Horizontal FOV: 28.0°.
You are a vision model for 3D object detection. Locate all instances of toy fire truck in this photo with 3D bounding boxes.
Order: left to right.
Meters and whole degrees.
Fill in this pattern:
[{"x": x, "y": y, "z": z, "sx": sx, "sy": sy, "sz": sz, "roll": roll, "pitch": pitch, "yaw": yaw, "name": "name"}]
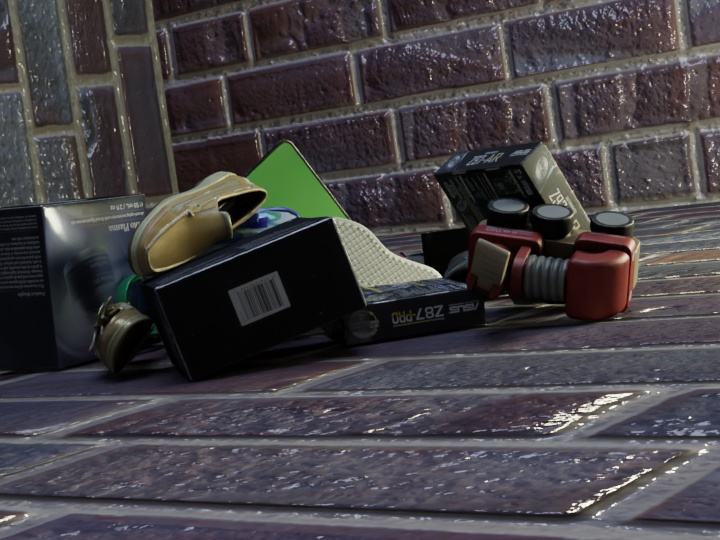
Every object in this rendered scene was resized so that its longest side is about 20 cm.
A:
[{"x": 0.187, "y": -0.005, "z": 1.491, "sx": 0.176, "sy": 0.129, "sz": 0.200, "roll": 9, "pitch": 27, "yaw": 18, "name": "toy fire truck"}]

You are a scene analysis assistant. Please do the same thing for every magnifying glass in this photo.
[{"x": -0.252, "y": 0.021, "z": 1.844, "sx": 0.022, "sy": 0.080, "sz": 0.200, "roll": -17, "pitch": 16, "yaw": 29, "name": "magnifying glass"}]

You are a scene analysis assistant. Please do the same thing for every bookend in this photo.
[{"x": 0.188, "y": -0.025, "z": 2.040, "sx": 0.199, "sy": 0.092, "sz": 0.200, "roll": -8, "pitch": 3, "yaw": 2, "name": "bookend"}]

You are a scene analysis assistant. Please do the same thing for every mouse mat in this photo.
[{"x": -0.093, "y": -0.043, "z": 1.797, "sx": 0.161, "sy": 0.200, "sz": 0.008, "roll": -45, "pitch": 32, "yaw": -12, "name": "mouse mat"}]

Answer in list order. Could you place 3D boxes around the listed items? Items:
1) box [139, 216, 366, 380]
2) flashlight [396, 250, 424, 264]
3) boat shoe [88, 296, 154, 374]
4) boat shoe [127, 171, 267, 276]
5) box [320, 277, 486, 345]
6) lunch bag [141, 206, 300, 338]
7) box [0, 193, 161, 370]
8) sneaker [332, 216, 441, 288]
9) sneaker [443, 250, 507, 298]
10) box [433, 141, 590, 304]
[{"x": -0.118, "y": 0.025, "z": 1.535, "sx": 0.200, "sy": 0.104, "sz": 0.182, "roll": -23, "pitch": 8, "yaw": -11, "name": "box"}, {"x": -0.005, "y": 0.015, "z": 1.989, "sx": 0.200, "sy": 0.068, "sz": 0.068, "roll": -6, "pitch": 20, "yaw": -21, "name": "flashlight"}, {"x": -0.274, "y": 0.069, "z": 1.608, "sx": 0.063, "sy": 0.073, "sz": 0.200, "roll": 35, "pitch": -8, "yaw": -2, "name": "boat shoe"}, {"x": -0.176, "y": -0.053, "z": 1.605, "sx": 0.076, "sy": 0.072, "sz": 0.200, "roll": 12, "pitch": 38, "yaw": 29, "name": "boat shoe"}, {"x": 0.042, "y": 0.043, "z": 1.656, "sx": 0.161, "sy": 0.049, "sz": 0.200, "roll": -6, "pitch": 4, "yaw": -10, "name": "box"}, {"x": -0.155, "y": 0.005, "z": 1.722, "sx": 0.200, "sy": 0.161, "sz": 0.082, "roll": -7, "pitch": 35, "yaw": 5, "name": "lunch bag"}, {"x": -0.361, "y": 0.012, "z": 1.801, "sx": 0.123, "sy": 0.199, "sz": 0.200, "roll": -2, "pitch": 6, "yaw": 31, "name": "box"}, {"x": 0.000, "y": 0.000, "z": 1.809, "sx": 0.200, "sy": 0.075, "sz": 0.105, "roll": 27, "pitch": -20, "yaw": -27, "name": "sneaker"}, {"x": 0.191, "y": 0.007, "z": 1.861, "sx": 0.200, "sy": 0.075, "sz": 0.079, "roll": -13, "pitch": 14, "yaw": 34, "name": "sneaker"}, {"x": 0.193, "y": -0.049, "z": 1.661, "sx": 0.044, "sy": 0.200, "sz": 0.160, "roll": -44, "pitch": 22, "yaw": -27, "name": "box"}]
